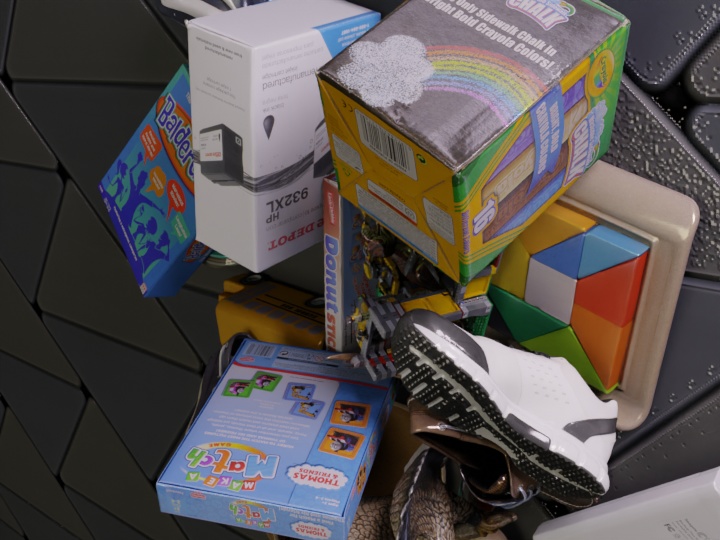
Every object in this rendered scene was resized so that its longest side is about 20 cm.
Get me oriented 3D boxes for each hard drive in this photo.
[{"bbox_3d":[0.244,0.231,0.744,0.132,0.026,0.200,48,141,-2],"label":"hard drive"}]

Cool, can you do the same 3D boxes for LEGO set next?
[{"bbox_3d":[0.031,-0.010,0.758,0.200,0.116,0.154,106,144,-49],"label":"LEGO set"}]

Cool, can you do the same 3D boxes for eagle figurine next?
[{"bbox_3d":[0.039,0.215,0.800,0.151,0.200,0.152,16,90,47],"label":"eagle figurine"}]

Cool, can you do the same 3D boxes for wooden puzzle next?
[{"bbox_3d":[0.152,0.007,0.733,0.185,0.037,0.200,30,131,35],"label":"wooden puzzle"}]

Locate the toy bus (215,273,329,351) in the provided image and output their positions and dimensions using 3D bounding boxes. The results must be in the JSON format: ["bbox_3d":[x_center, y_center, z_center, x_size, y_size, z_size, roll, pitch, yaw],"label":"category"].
[{"bbox_3d":[-0.082,0.060,0.989,0.200,0.078,0.065,16,122,42],"label":"toy bus"}]

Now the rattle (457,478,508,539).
[{"bbox_3d":[0.080,0.294,0.899,0.130,0.143,0.200,52,150,43],"label":"rattle"}]

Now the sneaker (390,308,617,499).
[{"bbox_3d":[0.109,0.086,0.704,0.200,0.080,0.074,38,149,-14],"label":"sneaker"}]

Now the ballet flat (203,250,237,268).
[{"bbox_3d":[-0.175,-0.040,1.062,0.200,0.067,0.064,25,155,38],"label":"ballet flat"}]

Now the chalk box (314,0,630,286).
[{"bbox_3d":[0.088,-0.115,0.625,0.124,0.200,0.124,39,158,28],"label":"chalk box"}]

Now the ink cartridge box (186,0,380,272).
[{"bbox_3d":[-0.064,-0.120,0.815,0.084,0.145,0.200,28,130,33],"label":"ink cartridge box"}]

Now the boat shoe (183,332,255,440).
[{"bbox_3d":[-0.120,0.132,0.891,0.200,0.073,0.063,-101,34,-58],"label":"boat shoe"}]

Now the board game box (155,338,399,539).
[{"bbox_3d":[-0.060,0.135,0.801,0.151,0.200,0.037,8,121,12],"label":"board game box"}]

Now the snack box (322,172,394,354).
[{"bbox_3d":[0.000,0.000,0.869,0.024,0.072,0.200,26,128,38],"label":"snack box"}]

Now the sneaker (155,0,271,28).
[{"bbox_3d":[-0.127,-0.222,0.881,0.129,0.079,0.199,12,119,46],"label":"sneaker"}]

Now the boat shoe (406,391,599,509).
[{"bbox_3d":[0.114,0.151,0.766,0.200,0.072,0.072,33,145,-16],"label":"boat shoe"}]

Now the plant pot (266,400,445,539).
[{"bbox_3d":[-0.046,0.198,0.967,0.200,0.186,0.187,14,121,59],"label":"plant pot"}]

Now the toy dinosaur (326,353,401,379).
[{"bbox_3d":[0.074,0.095,0.825,0.200,0.060,0.106,9,145,4],"label":"toy dinosaur"}]

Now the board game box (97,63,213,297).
[{"bbox_3d":[-0.189,-0.089,0.990,0.200,0.045,0.152,-44,63,34],"label":"board game box"}]
